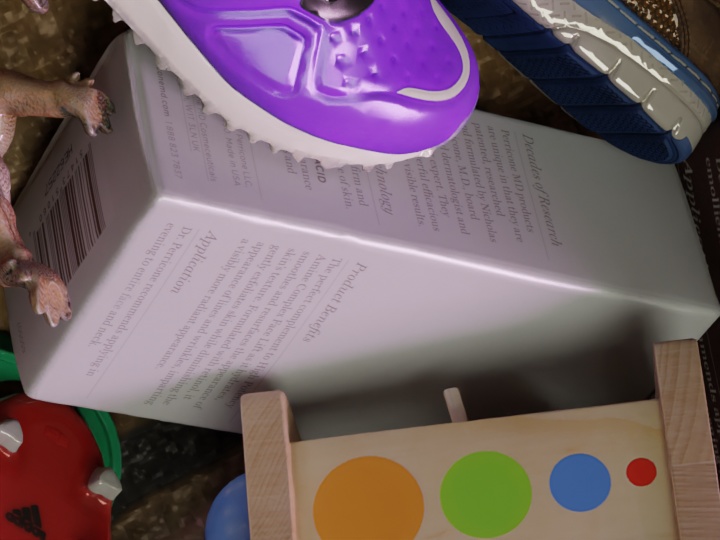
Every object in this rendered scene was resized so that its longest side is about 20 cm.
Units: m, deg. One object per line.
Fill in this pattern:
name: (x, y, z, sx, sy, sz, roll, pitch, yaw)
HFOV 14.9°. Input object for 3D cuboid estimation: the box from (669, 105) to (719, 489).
box: (0.208, 0.013, 0.867, 0.164, 0.200, 0.167, -14, 95, -16)

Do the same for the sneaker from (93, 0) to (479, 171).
sneaker: (-0.029, -0.107, 0.766, 0.200, 0.070, 0.099, 37, 138, -22)

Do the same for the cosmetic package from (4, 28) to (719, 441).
cosmetic package: (0.000, 0.000, 0.862, 0.199, 0.074, 0.102, 11, 137, -29)

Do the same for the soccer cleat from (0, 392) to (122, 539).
soccer cleat: (-0.128, 0.130, 0.840, 0.068, 0.201, 0.085, 26, 148, -27)

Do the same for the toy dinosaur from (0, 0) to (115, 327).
toy dinosaur: (-0.149, -0.035, 0.782, 0.135, 0.086, 0.201, -18, 101, 24)

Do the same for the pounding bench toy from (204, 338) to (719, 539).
pounding bench toy: (0.039, 0.128, 0.881, 0.155, 0.125, 0.200, -7, 153, 4)

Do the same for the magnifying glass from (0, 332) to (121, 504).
magnifying glass: (-0.149, 0.026, 0.863, 0.080, 0.022, 0.200, -40, 126, 1)

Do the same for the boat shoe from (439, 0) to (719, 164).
boat shoe: (0.042, -0.119, 0.840, 0.200, 0.072, 0.072, 41, 74, -26)
